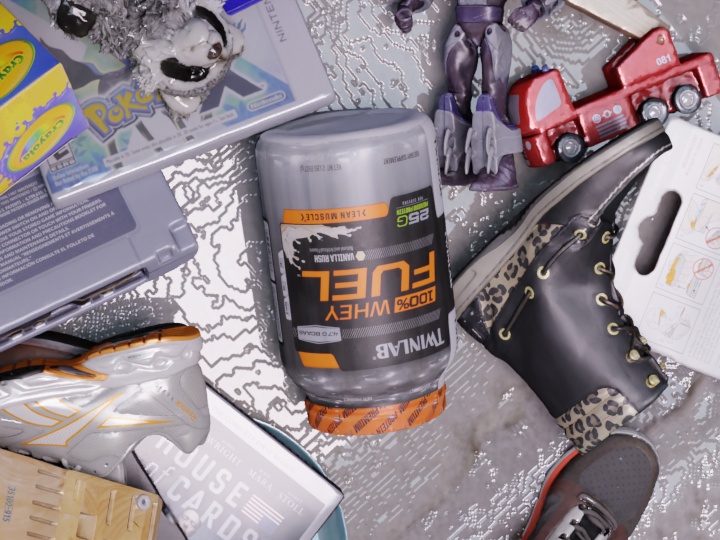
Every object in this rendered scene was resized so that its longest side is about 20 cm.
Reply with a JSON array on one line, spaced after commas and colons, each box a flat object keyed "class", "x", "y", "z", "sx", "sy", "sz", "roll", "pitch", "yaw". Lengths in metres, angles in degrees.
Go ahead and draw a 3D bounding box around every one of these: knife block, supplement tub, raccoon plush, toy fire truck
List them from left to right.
[{"class": "knife block", "x": -0.251, "y": 0.158, "z": 1.375, "sx": 0.199, "sy": 0.175, "sz": 0.065, "roll": 21, "pitch": 70, "yaw": -35}, {"class": "raccoon plush", "x": -0.154, "y": -0.188, "z": 1.395, "sx": 0.097, "sy": 0.200, "sz": 0.134, "roll": -41, "pitch": 137, "yaw": 3}, {"class": "supplement tub", "x": 0.000, "y": 0.000, "z": 1.433, "sx": 0.121, "sy": 0.123, "sz": 0.202, "roll": -10, "pitch": 102, "yaw": -9}, {"class": "toy fire truck", "x": 0.183, "y": -0.168, "z": 1.493, "sx": 0.198, "sy": 0.049, "sz": 0.142, "roll": -22, "pitch": 97, "yaw": -6}]

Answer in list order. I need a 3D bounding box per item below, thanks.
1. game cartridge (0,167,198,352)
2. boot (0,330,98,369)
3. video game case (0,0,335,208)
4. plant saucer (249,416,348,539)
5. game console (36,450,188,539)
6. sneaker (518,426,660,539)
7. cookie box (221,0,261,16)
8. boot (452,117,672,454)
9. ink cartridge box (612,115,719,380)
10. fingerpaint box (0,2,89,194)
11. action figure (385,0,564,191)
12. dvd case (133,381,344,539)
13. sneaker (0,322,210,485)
[{"class": "game cartridge", "x": -0.221, "y": -0.026, "z": 1.413, "sx": 0.199, "sy": 0.041, "sz": 0.134, "roll": -25, "pitch": 72, "yaw": -9}, {"class": "boot", "x": -0.248, "y": 0.139, "z": 1.436, "sx": 0.184, "sy": 0.064, "sz": 0.202, "roll": 6, "pitch": 91, "yaw": 2}, {"class": "video game case", "x": -0.140, "y": -0.159, "z": 1.422, "sx": 0.198, "sy": 0.022, "sz": 0.184, "roll": -21, "pitch": 77, "yaw": -7}, {"class": "plant saucer", "x": -0.107, "y": 0.195, "z": 1.484, "sx": 0.198, "sy": 0.027, "sz": 0.202, "roll": -1, "pitch": 95, "yaw": -9}, {"class": "game console", "x": -0.194, "y": 0.230, "z": 1.378, "sx": 0.199, "sy": 0.176, "sz": 0.117, "roll": -32, "pitch": 131, "yaw": -4}, {"class": "sneaker", "x": 0.144, "y": 0.198, "z": 1.498, "sx": 0.077, "sy": 0.082, "sz": 0.200, "roll": 40, "pitch": 87, "yaw": -10}, {"class": "cookie box", "x": 0.008, "y": -0.252, "z": 1.368, "sx": 0.199, "sy": 0.171, "sz": 0.076, "roll": -33, "pitch": 100, "yaw": -26}, {"class": "boot", "x": 0.167, "y": 0.011, "z": 1.451, "sx": 0.203, "sy": 0.073, "sz": 0.154, "roll": -43, "pitch": 83, "yaw": 24}, {"class": "ink cartridge box", "x": 0.273, "y": -0.001, "z": 1.519, "sx": 0.198, "sy": 0.050, "sz": 0.163, "roll": 21, "pitch": 98, "yaw": -6}, {"class": "fingerpaint box", "x": -0.298, "y": -0.096, "z": 1.337, "sx": 0.200, "sy": 0.074, "sz": 0.167, "roll": -39, "pitch": 60, "yaw": -13}, {"class": "action figure", "x": 0.079, "y": -0.156, "z": 1.448, "sx": 0.069, "sy": 0.129, "sz": 0.202, "roll": -7, "pitch": 100, "yaw": -48}, {"class": "dvd case", "x": -0.128, "y": 0.184, "z": 1.454, "sx": 0.150, "sy": 0.025, "sz": 0.201, "roll": 38, "pitch": 88, "yaw": -10}, {"class": "sneaker", "x": -0.189, "y": 0.101, "z": 1.370, "sx": 0.198, "sy": 0.076, "sz": 0.093, "roll": -14, "pitch": 97, "yaw": 1}]
